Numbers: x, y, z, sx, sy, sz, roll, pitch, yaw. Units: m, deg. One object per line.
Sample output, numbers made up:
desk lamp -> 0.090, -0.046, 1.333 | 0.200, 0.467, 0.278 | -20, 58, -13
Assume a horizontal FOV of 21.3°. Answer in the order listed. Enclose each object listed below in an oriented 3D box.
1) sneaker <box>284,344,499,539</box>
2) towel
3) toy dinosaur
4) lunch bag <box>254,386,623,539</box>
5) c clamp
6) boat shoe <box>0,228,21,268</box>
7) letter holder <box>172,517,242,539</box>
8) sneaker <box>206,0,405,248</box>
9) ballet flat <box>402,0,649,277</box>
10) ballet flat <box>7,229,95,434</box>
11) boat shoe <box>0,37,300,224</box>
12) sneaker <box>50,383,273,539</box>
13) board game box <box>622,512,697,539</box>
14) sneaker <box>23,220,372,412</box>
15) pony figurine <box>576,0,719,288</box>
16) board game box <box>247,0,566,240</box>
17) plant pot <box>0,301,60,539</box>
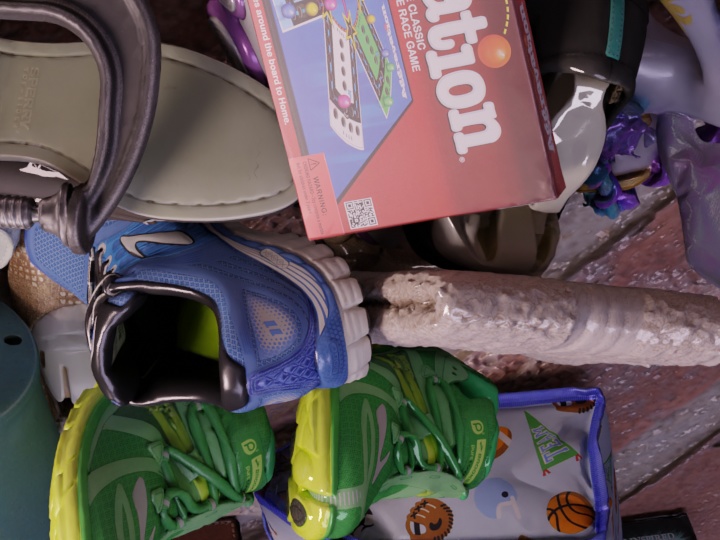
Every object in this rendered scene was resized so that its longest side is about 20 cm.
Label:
sneaker -> 0.020, 0.071, 0.879 | 0.084, 0.200, 0.074 | 12, 106, 14
towel -> 0.056, 0.021, 0.817 | 0.132, 0.034, 0.200 | 5, 178, -20
toy dinosaur -> 0.000, 0.000, 0.956 | 0.200, 0.058, 0.101 | -12, 157, 10
lunch bag -> 0.049, 0.160, 1.105 | 0.200, 0.124, 0.170 | -3, 142, 9
c clamp -> -0.174, -0.049, 0.755 | 0.200, 0.171, 0.027 | -1, 180, 10
boat shoe -> -0.246, -0.013, 0.840 | 0.200, 0.068, 0.075 | 3, 139, -20
letter holder -> -0.130, 0.259, 1.103 | 0.142, 0.200, 0.101 | -3, 141, -12
sneaker -> 0.000, -0.094, 0.827 | 0.100, 0.075, 0.200 | -34, 143, 2
ballet flat -> 0.062, -0.042, 0.785 | 0.068, 0.068, 0.200 | 6, 144, -12
ballet flat -> -0.131, 0.052, 0.957 | 0.070, 0.065, 0.200 | -10, 141, -1
boat shoe -> -0.114, -0.057, 0.794 | 0.201, 0.072, 0.061 | 12, 166, 7
sneaker -> -0.083, 0.081, 0.846 | 0.084, 0.200, 0.074 | 8, 128, 9
board game box -> 0.127, 0.226, 1.191 | 0.200, 0.135, 0.028 | -6, 143, -9
sneaker -> -0.089, 0.007, 0.811 | 0.089, 0.200, 0.079 | -24, 120, -36
pony figurine -> 0.156, -0.083, 0.833 | 0.193, 0.167, 0.200 | 12, 151, 20
board game box -> 0.006, -0.115, 0.713 | 0.103, 0.019, 0.200 | -9, 104, 19
plant pot -> -0.224, 0.111, 0.917 | 0.200, 0.200, 0.188 | -1, 124, -16
